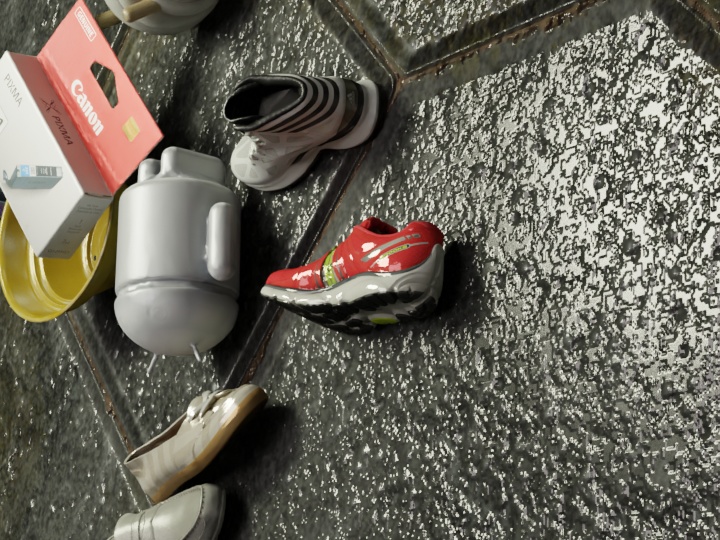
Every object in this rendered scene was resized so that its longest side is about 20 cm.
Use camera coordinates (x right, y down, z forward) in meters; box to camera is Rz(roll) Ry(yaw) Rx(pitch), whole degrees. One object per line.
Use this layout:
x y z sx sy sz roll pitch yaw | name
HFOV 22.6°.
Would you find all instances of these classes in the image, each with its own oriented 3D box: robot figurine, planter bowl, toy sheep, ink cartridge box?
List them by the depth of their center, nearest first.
-0.166 -0.009 1.645 0.169 0.113 0.201 -22 62 53 | robot figurine
-0.195 -0.291 1.761 0.200 0.138 0.138 14 92 62 | toy sheep
-0.296 -0.142 1.769 0.176 0.045 0.200 -49 58 27 | ink cartridge box
-0.281 -0.039 1.841 0.200 0.083 0.201 -15 69 44 | planter bowl

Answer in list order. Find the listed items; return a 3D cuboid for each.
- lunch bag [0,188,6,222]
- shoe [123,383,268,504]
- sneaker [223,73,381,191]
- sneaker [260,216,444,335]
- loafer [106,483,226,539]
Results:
-0.387 -0.112 1.953 0.200 0.169 0.127 -62 32 20 | lunch bag
-0.150 0.148 1.604 0.200 0.053 0.070 -43 2 44 | shoe
-0.082 -0.130 1.559 0.200 0.115 0.076 -24 61 51 | sneaker
0.000 0.000 1.453 0.200 0.077 0.085 -7 63 48 | sneaker
-0.189 0.247 1.631 0.200 0.070 0.070 -44 32 39 | loafer
